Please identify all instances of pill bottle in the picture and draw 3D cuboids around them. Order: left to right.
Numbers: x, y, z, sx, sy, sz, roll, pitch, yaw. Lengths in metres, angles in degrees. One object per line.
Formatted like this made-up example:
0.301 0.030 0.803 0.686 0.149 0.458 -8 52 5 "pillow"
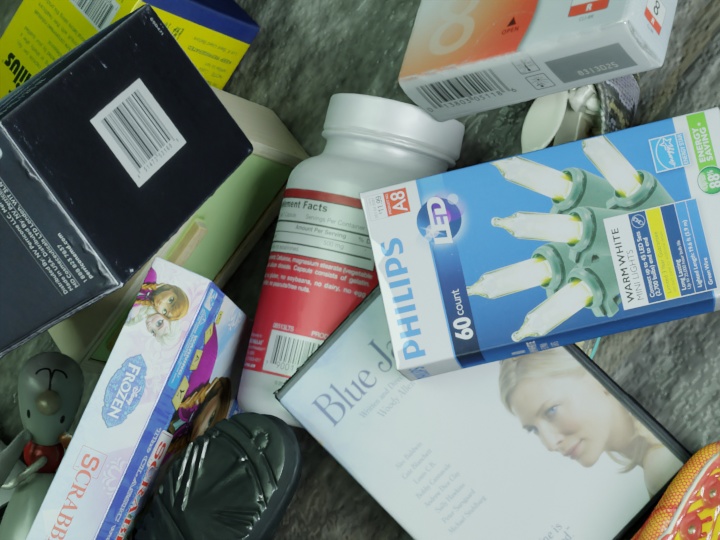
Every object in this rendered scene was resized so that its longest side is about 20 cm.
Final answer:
0.000 0.000 1.283 0.112 0.112 0.201 10 85 42 "pill bottle"

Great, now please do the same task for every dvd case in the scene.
0.068 0.088 1.191 0.200 0.018 0.143 44 94 14 "dvd case"

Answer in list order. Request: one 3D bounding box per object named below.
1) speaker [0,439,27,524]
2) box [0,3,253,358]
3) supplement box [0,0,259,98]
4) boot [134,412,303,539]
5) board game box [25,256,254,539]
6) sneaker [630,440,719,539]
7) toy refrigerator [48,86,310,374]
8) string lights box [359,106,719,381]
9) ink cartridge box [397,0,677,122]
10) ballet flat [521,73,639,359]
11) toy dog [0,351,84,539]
-0.294 0.140 1.523 0.200 0.081 0.081 38 104 40 "speaker"
-0.205 -0.039 1.297 0.198 0.200 0.123 -30 102 31 "box"
-0.184 -0.128 1.479 0.110 0.109 0.200 46 109 38 "supplement box"
-0.057 0.176 1.252 0.199 0.162 0.073 -55 50 15 "boot"
-0.126 0.109 1.291 0.041 0.200 0.201 22 83 12 "board game box"
0.147 0.176 1.139 0.077 0.073 0.200 35 99 51 "sneaker"
-0.124 -0.020 1.422 0.200 0.076 0.070 -52 51 17 "toy refrigerator"
0.109 -0.013 1.158 0.199 0.059 0.103 -14 80 6 "string lights box"
0.116 -0.191 1.236 0.162 0.050 0.201 -11 54 39 "ink cartridge box"
0.111 -0.036 1.227 0.072 0.072 0.201 5 82 42 "ballet flat"
-0.212 0.165 1.380 0.131 0.201 0.096 -17 18 -2 "toy dog"
